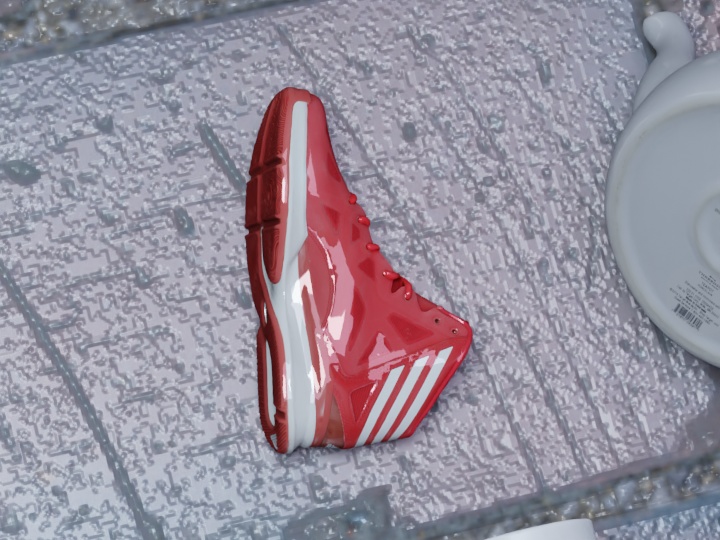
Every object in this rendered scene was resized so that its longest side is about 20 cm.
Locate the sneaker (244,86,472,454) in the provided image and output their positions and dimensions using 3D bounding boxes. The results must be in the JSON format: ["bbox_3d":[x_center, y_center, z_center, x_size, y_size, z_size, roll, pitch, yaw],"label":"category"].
[{"bbox_3d":[0.000,0.000,1.523,0.115,0.078,0.202,0,88,-17],"label":"sneaker"}]

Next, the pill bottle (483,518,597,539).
[{"bbox_3d":[0.108,0.239,1.451,0.111,0.111,0.202,-12,78,-11],"label":"pill bottle"}]

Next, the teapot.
[{"bbox_3d":[0.243,-0.043,1.522,0.146,0.196,0.201,-35,115,-50],"label":"teapot"}]
